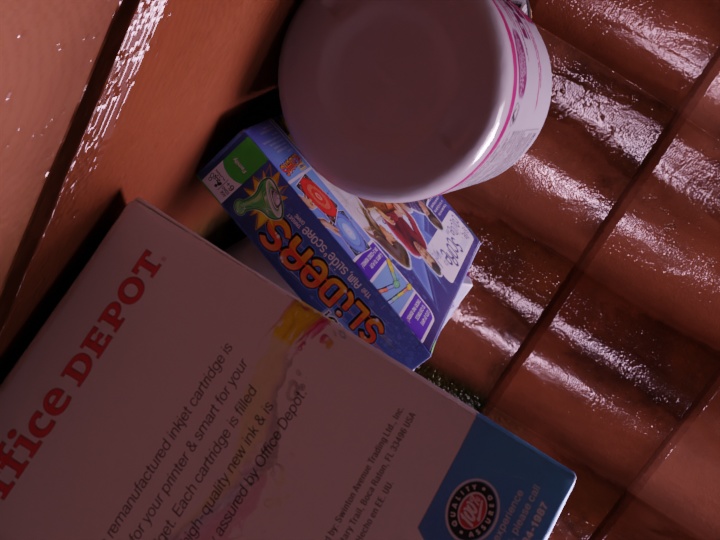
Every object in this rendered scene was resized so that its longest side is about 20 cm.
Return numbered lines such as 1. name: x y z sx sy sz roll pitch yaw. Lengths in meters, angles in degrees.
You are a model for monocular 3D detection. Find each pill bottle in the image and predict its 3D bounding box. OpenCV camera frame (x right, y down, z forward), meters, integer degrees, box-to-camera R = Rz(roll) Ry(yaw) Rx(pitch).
1. pill bottle: 0.042 -0.101 0.540 0.114 0.113 0.200 -59 169 17

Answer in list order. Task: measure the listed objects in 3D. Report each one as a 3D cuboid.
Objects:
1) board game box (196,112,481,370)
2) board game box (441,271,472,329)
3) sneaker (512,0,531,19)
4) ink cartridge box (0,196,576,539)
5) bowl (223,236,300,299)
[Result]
1. board game box: 0.001 -0.030 0.549 0.034 0.136 0.200 -39 -177 21
2. board game box: 0.000 0.000 0.775 0.201 0.041 0.200 -106 -147 -41
3. sneaker: 0.114 -0.201 0.901 0.077 0.077 0.203 20 66 -71
4. ink cartridge box: -0.047 0.099 0.416 0.148 0.199 0.146 -58 179 -16
5. bowl: -0.082 0.056 0.658 0.201 0.074 0.200 -60 178 15
